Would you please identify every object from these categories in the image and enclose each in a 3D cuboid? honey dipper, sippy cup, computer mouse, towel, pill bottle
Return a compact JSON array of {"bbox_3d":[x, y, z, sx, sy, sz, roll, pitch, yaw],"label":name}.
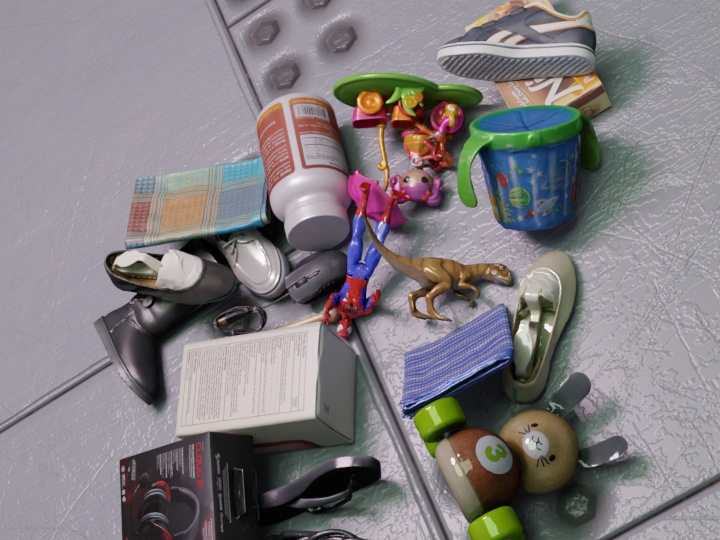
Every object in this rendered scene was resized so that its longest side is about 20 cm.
[{"bbox_3d":[-0.120,0.084,1.708,0.200,0.038,0.038,-21,58,15],"label":"honey dipper"},{"bbox_3d":[0.205,-0.121,1.570,0.177,0.131,0.140,-6,19,6],"label":"sippy cup"},{"bbox_3d":[-0.102,0.030,1.693,0.200,0.034,0.059,-30,75,-7],"label":"computer mouse"},{"bbox_3d":[-0.219,-0.095,1.773,0.200,0.022,0.147,-9,42,6],"label":"towel"},{"bbox_3d":[-0.073,-0.130,1.745,0.112,0.112,0.200,-22,57,16],"label":"pill bottle"},{"bbox_3d":[0.109,0.100,1.507,0.145,0.024,0.200,-30,12,10],"label":"towel"}]

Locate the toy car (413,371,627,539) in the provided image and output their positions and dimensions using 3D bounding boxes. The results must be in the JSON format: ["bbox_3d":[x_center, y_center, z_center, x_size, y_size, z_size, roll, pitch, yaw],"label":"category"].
[{"bbox_3d":[0.186,0.200,1.429,0.200,0.158,0.164,-27,68,-1],"label":"toy car"}]

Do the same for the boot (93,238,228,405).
[{"bbox_3d":[-0.254,0.065,1.777,0.200,0.066,0.165,-37,57,0],"label":"boot"}]

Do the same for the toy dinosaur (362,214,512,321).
[{"bbox_3d":[0.084,0.006,1.604,0.200,0.060,0.106,12,84,-9],"label":"toy dinosaur"}]

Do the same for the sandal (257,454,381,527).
[{"bbox_3d":[-0.055,0.275,1.558,0.200,0.076,0.043,-29,54,25],"label":"sandal"}]

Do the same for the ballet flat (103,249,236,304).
[{"bbox_3d":[-0.263,0.005,1.731,0.200,0.068,0.068,3,61,28],"label":"ballet flat"}]

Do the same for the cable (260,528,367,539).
[{"bbox_3d":[-0.051,0.384,1.509,0.200,0.051,0.164,-2,65,26],"label":"cable"}]

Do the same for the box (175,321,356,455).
[{"bbox_3d":[-0.116,0.153,1.625,0.200,0.109,0.128,-10,62,23],"label":"box"}]

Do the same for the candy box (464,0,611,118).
[{"bbox_3d":[0.229,-0.267,1.690,0.115,0.055,0.200,-31,56,11],"label":"candy box"}]

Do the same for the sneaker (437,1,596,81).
[{"bbox_3d":[0.198,-0.288,1.636,0.200,0.078,0.080,2,71,16],"label":"sneaker"}]

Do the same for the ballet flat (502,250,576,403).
[{"bbox_3d":[0.208,0.057,1.530,0.069,0.069,0.200,3,67,29],"label":"ballet flat"}]

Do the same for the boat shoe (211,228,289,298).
[{"bbox_3d":[-0.167,-0.040,1.769,0.071,0.070,0.200,-44,53,12],"label":"boat shoe"}]

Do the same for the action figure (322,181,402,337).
[{"bbox_3d":[0.000,0.000,1.621,0.065,0.099,0.200,14,108,-3],"label":"action figure"}]

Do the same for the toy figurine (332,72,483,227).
[{"bbox_3d":[0.058,-0.147,1.700,0.200,0.150,0.185,3,79,2],"label":"toy figurine"}]

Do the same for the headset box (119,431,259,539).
[{"bbox_3d":[-0.203,0.284,1.575,0.200,0.075,0.149,-21,67,40],"label":"headset box"}]
